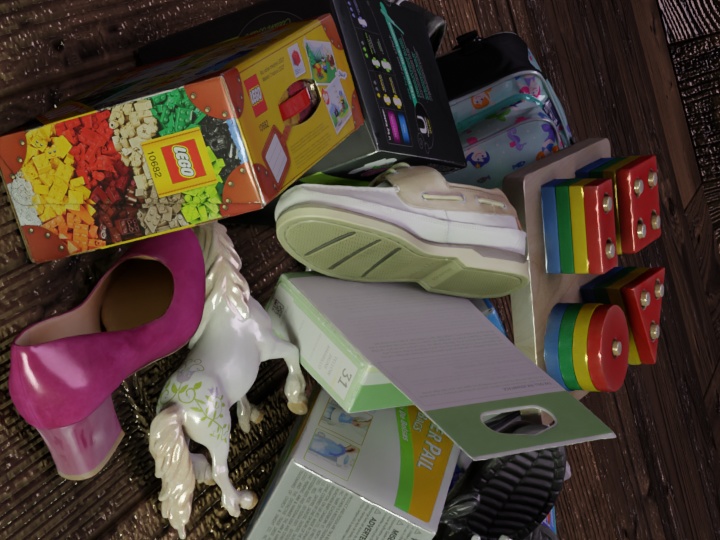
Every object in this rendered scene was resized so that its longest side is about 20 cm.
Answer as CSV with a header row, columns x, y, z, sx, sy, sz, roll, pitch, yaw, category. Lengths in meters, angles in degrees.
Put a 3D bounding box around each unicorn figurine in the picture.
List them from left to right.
x,y,z,sx,sy,sz,roll,pitch,yaw,category
-0.087,0.057,1.176,0.200,0.074,0.137,-82,156,-50,unicorn figurine

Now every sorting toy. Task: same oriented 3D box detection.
x,y,z,sx,sy,sz,roll,pitch,yaw,category
0.190,0.005,1.517,0.200,0.070,0.199,-26,113,-61,sorting toy

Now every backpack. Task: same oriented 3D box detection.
x,y,z,sx,sy,sz,roll,pitch,yaw,category
0.105,-0.081,1.624,0.151,0.177,0.200,-110,175,-48,backpack

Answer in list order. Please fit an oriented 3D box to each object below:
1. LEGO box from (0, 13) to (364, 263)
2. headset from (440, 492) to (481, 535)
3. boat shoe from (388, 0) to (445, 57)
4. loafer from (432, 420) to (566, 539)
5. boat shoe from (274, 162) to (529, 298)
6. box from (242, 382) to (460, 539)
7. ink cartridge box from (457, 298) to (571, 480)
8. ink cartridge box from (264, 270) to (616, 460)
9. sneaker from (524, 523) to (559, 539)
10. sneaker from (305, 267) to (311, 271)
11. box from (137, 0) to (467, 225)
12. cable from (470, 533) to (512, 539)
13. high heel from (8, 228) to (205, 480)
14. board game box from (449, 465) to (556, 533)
x,y,z,sx,sy,sz,roll,pitch,yaw,category
-0.101,-0.081,1.111,0.200,0.149,0.077,-48,122,-67,LEGO box
0.040,0.129,1.451,0.200,0.094,0.124,-95,162,-55,headset
0.013,-0.111,1.442,0.071,0.064,0.200,-37,149,-57,boat shoe
0.090,0.190,1.484,0.073,0.200,0.071,22,25,-22,loafer
0.025,-0.033,1.249,0.200,0.075,0.068,14,62,-38,boat shoe
0.000,0.133,1.262,0.101,0.113,0.200,28,29,-2,box
0.085,0.080,1.551,0.200,0.086,0.146,64,-1,-36,ink cartridge box
0.049,0.069,1.232,0.145,0.048,0.200,-4,39,-45,ink cartridge box
0.108,0.307,1.550,0.114,0.076,0.200,127,-22,-75,sneaker
0.000,0.000,1.452,0.200,0.067,0.090,-72,148,-45,sneaker
-0.035,-0.110,1.304,0.200,0.148,0.124,-3,75,-70,box
0.090,0.303,1.294,0.200,0.069,0.200,-52,131,-14,cable
-0.138,0.016,1.061,0.200,0.067,0.096,-75,157,-47,high heel
0.129,0.168,1.748,0.200,0.045,0.152,49,34,-55,board game box
